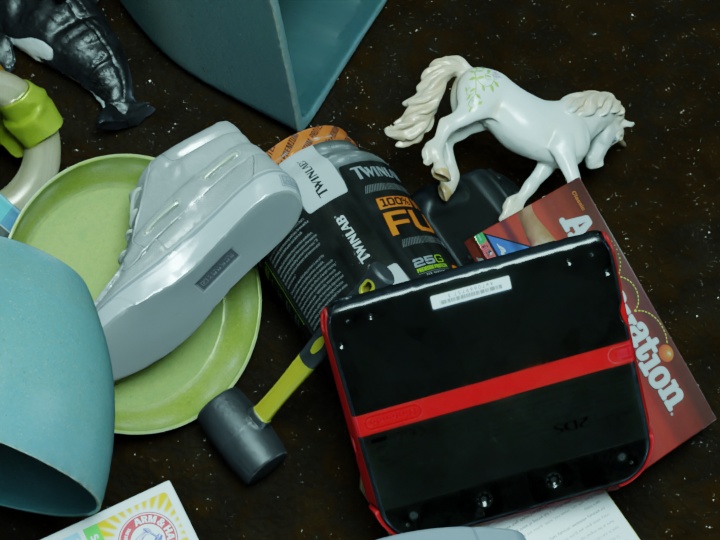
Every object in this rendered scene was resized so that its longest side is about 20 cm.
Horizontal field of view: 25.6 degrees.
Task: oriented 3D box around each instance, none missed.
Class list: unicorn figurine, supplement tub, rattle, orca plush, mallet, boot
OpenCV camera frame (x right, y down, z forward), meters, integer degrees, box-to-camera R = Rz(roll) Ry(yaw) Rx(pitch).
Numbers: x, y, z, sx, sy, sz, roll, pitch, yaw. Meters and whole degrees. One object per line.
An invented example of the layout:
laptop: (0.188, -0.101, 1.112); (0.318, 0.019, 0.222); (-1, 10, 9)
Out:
unicorn figurine: (0.127, -0.097, 1.185); (0.200, 0.074, 0.138); (32, 68, -21)
supplement tub: (0.000, 0.000, 1.146); (0.122, 0.123, 0.200); (-27, 67, -16)
rattle: (-0.324, -0.069, 1.208); (0.143, 0.130, 0.201); (29, 97, 37)
orca plush: (-0.247, -0.196, 1.267); (0.105, 0.071, 0.201); (-24, 66, -14)
mallet: (-0.047, 0.060, 1.089); (0.066, 0.200, 0.041); (43, 29, 18)
boot: (-0.138, -0.015, 1.107); (0.200, 0.074, 0.096); (-41, 56, -4)

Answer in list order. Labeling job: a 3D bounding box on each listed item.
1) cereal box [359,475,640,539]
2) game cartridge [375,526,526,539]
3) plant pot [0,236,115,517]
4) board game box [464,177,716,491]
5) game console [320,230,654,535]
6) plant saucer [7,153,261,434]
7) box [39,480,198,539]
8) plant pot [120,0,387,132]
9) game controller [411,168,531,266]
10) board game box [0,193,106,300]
cereal box: (0.110, 0.191, 1.097); (0.143, 0.040, 0.200); (-27, 67, -16)
game cartridge: (0.037, 0.233, 0.996); (0.199, 0.042, 0.134); (-9, 66, -28)
plant pot: (-0.237, 0.056, 0.995); (0.199, 0.200, 0.135); (15, 68, 5)
board game box: (0.164, 0.043, 1.118); (0.103, 0.019, 0.201); (-29, 88, -28)
game console: (0.088, 0.079, 1.050); (0.199, 0.031, 0.178); (-15, 102, -2)
plant saucer: (-0.166, 0.018, 1.137); (0.199, 0.031, 0.201); (5, 81, -30)
box: (-0.128, 0.256, 1.017); (0.112, 0.102, 0.201); (-24, 66, -14)
plant pot: (-0.099, -0.266, 1.250); (0.199, 0.196, 0.197); (21, 63, 18)
game controller: (0.118, 0.007, 1.185); (0.104, 0.042, 0.200); (-20, 63, -29)
board game box: (-0.284, 0.052, 1.109); (0.151, 0.047, 0.200); (42, 64, -18)
